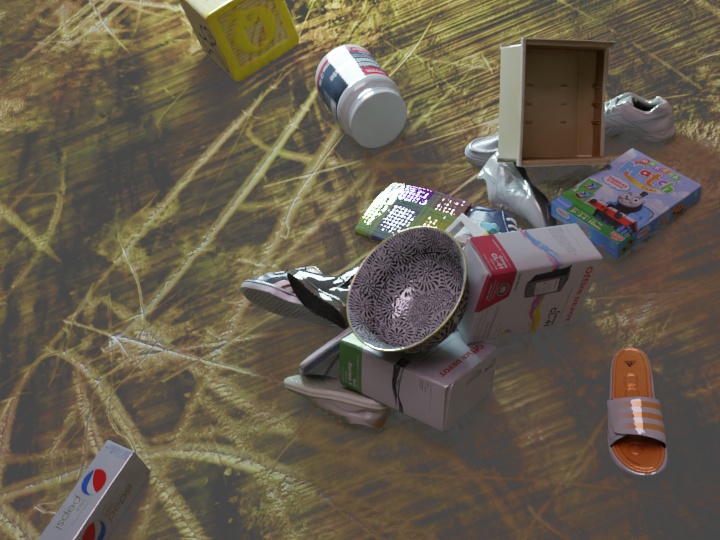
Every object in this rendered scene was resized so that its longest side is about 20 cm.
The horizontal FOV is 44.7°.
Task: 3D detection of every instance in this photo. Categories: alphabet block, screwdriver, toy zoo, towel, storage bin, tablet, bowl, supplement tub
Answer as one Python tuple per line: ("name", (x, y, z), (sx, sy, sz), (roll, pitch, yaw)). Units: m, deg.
("alphabet block", (-0.292, -0.605, 2.077), (0.195, 0.197, 0.200), (-36, 48, -9))
("screwdriver", (0.099, 0.074, 1.343), (0.196, 0.028, 0.029), (8, 36, 3))
("toy zoo", (0.154, -0.005, 1.448), (0.200, 0.020, 0.132), (-44, 45, 13))
("towel", (0.098, -0.090, 1.596), (0.198, 0.023, 0.144), (20, 61, 34))
("storage bin", (0.336, -0.282, 1.482), (0.195, 0.204, 0.094), (-3, 10, -19))
("tablet", (-0.017, 0.102, 1.414), (0.199, 0.130, 0.014), (-36, 83, -10))
("bowl", (0.086, 0.046, 1.275), (0.198, 0.094, 0.204), (-20, 49, 25))
("supplement tub", (0.000, -0.355, 1.780), (0.139, 0.141, 0.201), (-28, 46, -4))

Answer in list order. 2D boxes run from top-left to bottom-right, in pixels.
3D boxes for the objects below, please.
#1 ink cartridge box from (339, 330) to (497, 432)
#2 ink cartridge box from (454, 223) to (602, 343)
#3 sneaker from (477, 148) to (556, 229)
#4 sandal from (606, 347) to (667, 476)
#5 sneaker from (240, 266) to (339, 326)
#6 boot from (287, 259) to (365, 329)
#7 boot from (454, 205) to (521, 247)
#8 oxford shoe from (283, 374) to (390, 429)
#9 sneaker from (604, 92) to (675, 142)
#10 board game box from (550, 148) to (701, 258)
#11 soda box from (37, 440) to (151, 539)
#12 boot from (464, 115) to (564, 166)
("ink cartridge box", (0.087, 0.144, 1.320), (0.198, 0.086, 0.145), (21, 32, 34))
("ink cartridge box", (0.242, 0.019, 1.310), (0.196, 0.149, 0.086), (-7, 44, -20))
("sneaker", (0.275, -0.126, 1.536), (0.080, 0.070, 0.202), (-43, 50, 20))
("sandal", (0.378, 0.184, 1.222), (0.078, 0.060, 0.209), (-7, 49, 15))
("sneaker", (-0.110, 0.037, 1.531), (0.197, 0.079, 0.080), (14, 61, 17))
("boot", (0.000, 0.001, 1.452), (0.199, 0.073, 0.181), (-40, 49, -23))
("boot", (0.249, -0.051, 1.466), (0.198, 0.073, 0.091), (22, 67, 35))
("oxford shoe", (-0.040, 0.205, 1.371), (0.197, 0.059, 0.075), (11, 16, 30))
("sneaker", (0.461, -0.282, 1.569), (0.197, 0.081, 0.071), (4, 54, 26))
("board game box", (0.440, -0.116, 1.455), (0.198, 0.037, 0.151), (-31, 46, -20))
("soda box", (-0.417, 0.374, 1.366), (0.063, 0.069, 0.201), (13, 57, 30))
("boot", (0.283, -0.251, 1.610), (0.196, 0.096, 0.074), (-3, 49, 19))
